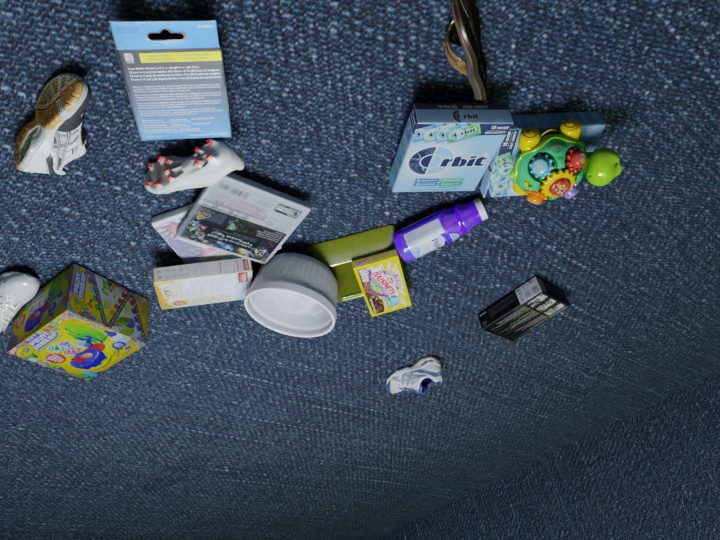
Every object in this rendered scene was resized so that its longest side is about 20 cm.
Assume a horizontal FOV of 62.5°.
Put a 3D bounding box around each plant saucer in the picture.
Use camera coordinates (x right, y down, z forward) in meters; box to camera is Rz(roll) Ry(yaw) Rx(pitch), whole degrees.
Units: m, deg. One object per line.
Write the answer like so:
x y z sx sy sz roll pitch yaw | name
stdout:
0.000 0.000 1.335 0.198 0.048 0.201 -14 142 3 | plant saucer

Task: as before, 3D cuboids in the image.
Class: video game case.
-0.283 -0.073 1.189 0.198 0.023 0.183 -17 142 8 | video game case
-0.225 -0.098 1.140 0.198 0.024 0.182 18 133 -34 | video game case

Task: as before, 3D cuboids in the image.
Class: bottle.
0.168 -0.087 1.246 0.198 0.066 0.084 -25 161 10 | bottle

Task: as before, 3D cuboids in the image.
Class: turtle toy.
0.368 -0.186 1.074 0.197 0.102 0.146 -11 142 0 | turtle toy

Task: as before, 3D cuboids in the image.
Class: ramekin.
-0.140 0.051 1.278 0.198 0.106 0.201 9 147 6 | ramekin

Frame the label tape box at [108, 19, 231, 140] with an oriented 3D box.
-0.272 -0.292 0.878 0.142 0.064 0.201 -4 142 -9 | label tape box

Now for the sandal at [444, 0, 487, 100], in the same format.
0.161 -0.347 0.929 0.054 0.083 0.200 0 154 22 | sandal

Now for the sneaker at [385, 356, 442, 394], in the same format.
0.156 0.333 1.769 0.199 0.089 0.075 -35 139 30 | sneaker

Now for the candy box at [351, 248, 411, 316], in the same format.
0.051 0.031 1.327 0.101 0.027 0.201 -18 142 3 | candy box

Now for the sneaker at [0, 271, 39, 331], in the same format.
-0.723 0.078 1.204 0.199 0.100 0.078 -33 138 26 | sneaker

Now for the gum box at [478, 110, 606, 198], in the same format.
0.344 -0.221 1.145 0.197 0.045 0.171 -4 142 -9 | gum box

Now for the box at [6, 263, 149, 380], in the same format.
-0.596 0.116 1.266 0.199 0.123 0.192 -30 139 22 | box

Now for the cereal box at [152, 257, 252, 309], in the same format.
-0.330 0.029 1.260 0.197 0.040 0.144 -7 155 -16 | cereal box

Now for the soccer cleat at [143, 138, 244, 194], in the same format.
-0.287 -0.165 1.007 0.198 0.070 0.077 -12 157 30 | soccer cleat

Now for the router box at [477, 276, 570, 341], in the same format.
0.435 0.107 1.581 0.148 0.051 0.200 22 132 -38 | router box

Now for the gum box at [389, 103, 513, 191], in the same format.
0.155 -0.214 1.060 0.168 0.045 0.200 -2 154 -12 | gum box

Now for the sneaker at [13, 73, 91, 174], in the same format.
-0.460 -0.224 0.925 0.199 0.076 0.087 -35 153 31 | sneaker
